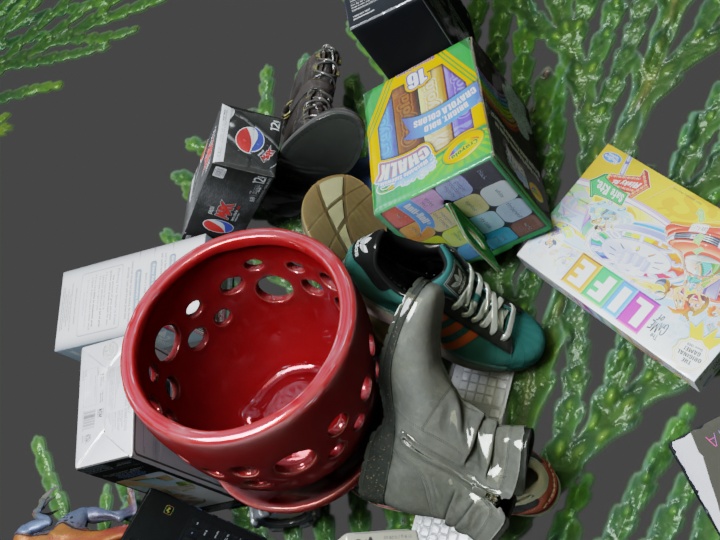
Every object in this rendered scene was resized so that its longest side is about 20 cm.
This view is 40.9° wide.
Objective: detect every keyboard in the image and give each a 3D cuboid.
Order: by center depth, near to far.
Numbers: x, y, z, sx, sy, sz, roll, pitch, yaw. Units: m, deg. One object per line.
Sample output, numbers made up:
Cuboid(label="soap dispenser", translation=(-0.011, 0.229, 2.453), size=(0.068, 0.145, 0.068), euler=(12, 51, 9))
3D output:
Cuboid(label="keyboard", translation=(0.088, 0.179, 0.862), size=(0.056, 0.011, 0.201), euler=(7, 72, 31))

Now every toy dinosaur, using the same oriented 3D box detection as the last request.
Cuboid(label="toy dinosaur", translation=(-0.312, 0.261, 0.955), size=(0.181, 0.200, 0.105), euler=(-4, 70, -22))

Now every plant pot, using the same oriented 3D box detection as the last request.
Cuboid(label="plant pot", translation=(-0.073, 0.092, 0.818), size=(0.200, 0.183, 0.201), euler=(-10, 55, 14))

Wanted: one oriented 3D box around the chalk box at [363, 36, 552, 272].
Cuboid(label="chalk box", translation=(0.090, -0.086, 0.887), size=(0.124, 0.125, 0.201), euler=(-24, 48, 26))

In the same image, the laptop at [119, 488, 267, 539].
Cuboid(label="laptop", translation=(-0.137, 0.323, 0.852), size=(0.178, 0.200, 0.103), euler=(-61, 19, -2))

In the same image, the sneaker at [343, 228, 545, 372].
Cuboid(label="sneaker", translation=(0.079, 0.027, 0.835), size=(0.199, 0.080, 0.072), euler=(23, 61, -8))

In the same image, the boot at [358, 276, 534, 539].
Cuboid(label="boot", translation=(0.080, 0.113, 0.767), size=(0.130, 0.068, 0.201), euler=(14, 102, 21))

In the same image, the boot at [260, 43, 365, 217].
Cuboid(label="boot", translation=(-0.048, -0.166, 1.001), size=(0.200, 0.069, 0.175), euler=(-37, 36, 53))

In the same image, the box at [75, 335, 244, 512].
Cuboid(label="box", translation=(-0.176, 0.148, 0.904), size=(0.060, 0.200, 0.117), euler=(-16, 59, 20))

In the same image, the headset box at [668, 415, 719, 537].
Cuboid(label="headset box", translation=(0.346, 0.178, 0.673), size=(0.174, 0.093, 0.201), euler=(-31, 58, 14))

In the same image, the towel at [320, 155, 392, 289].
Cuboid(label="towel", translation=(0.011, -0.018, 0.970), size=(0.111, 0.049, 0.201), euler=(-12, 64, 22))

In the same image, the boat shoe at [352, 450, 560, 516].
Cuboid(label="boat shoe", translation=(0.070, 0.175, 0.832), size=(0.199, 0.063, 0.071), euler=(2, 72, 25))

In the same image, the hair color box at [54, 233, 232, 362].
Cuboid(label="hair color box", translation=(-0.241, 0.035, 1.075), size=(0.199, 0.061, 0.099), euler=(-13, 63, 24))

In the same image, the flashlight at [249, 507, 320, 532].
Cuboid(label="flashlight", translation=(-0.080, 0.147, 0.938), size=(0.067, 0.068, 0.201), euler=(3, 56, -18))

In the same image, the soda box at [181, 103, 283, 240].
Cuboid(label="soda box", translation=(-0.137, -0.091, 1.001), size=(0.200, 0.063, 0.071), euler=(134, 145, -62))

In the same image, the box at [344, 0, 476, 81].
Cuboid(label="box", translation=(0.054, -0.248, 0.957), size=(0.079, 0.200, 0.142), euler=(-19, 60, 20))

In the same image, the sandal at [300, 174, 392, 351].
Cuboid(label="sandal", translation=(0.000, 0.000, 0.906), size=(0.080, 0.054, 0.200), euler=(-19, 69, -22))

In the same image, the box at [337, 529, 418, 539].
Cuboid(label="box", translation=(0.019, 0.320, 0.783), size=(0.068, 0.082, 0.201), euler=(3, 58, -20))

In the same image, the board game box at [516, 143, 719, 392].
Cuboid(label="board game box", translation=(0.254, -0.008, 0.842), size=(0.135, 0.034, 0.200), euler=(-51, 55, 0))
